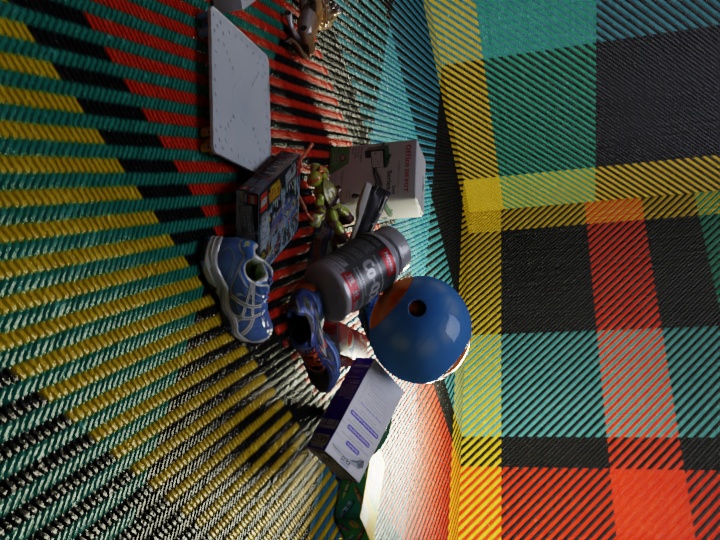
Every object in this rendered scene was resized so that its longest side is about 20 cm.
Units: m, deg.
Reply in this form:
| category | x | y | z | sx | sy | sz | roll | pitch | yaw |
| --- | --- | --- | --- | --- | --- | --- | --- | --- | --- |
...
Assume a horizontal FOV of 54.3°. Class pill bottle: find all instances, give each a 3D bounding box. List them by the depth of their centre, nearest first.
| category | x | y | z | sx | sy | sz | roll | pitch | yaw |
| --- | --- | --- | --- | --- | --- | --- | --- | --- | --- |
| pill bottle | 0.000 | 0.000 | 1.293 | 0.199 | 0.112 | 0.116 | -33 | 123 | -39 |

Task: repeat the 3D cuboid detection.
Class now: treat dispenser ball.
| category | x | y | z | sx | sy | sz | roll | pitch | yaw |
| --- | --- | --- | --- | --- | --- | --- | --- | --- | --- |
| treat dispenser ball | 0.114 | 0.113 | 1.339 | 0.200 | 0.196 | 0.206 | -4 | 90 | -74 |

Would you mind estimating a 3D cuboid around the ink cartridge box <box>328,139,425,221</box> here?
| category | x | y | z | sx | sy | sz | roll | pitch | yaw |
| --- | --- | --- | --- | --- | --- | --- | --- | --- | --- |
| ink cartridge box | 0.035 | -0.190 | 1.496 | 0.085 | 0.195 | 0.149 | 56 | 33 | -61 |

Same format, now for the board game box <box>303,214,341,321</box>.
| category | x | y | z | sx | sy | sz | roll | pitch | yaw |
| --- | --- | --- | --- | --- | --- | --- | --- | --- | --- |
| board game box | -0.062 | -0.015 | 1.410 | 0.136 | 0.034 | 0.203 | 66 | 25 | -50 |

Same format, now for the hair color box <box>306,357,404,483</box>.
| category | x | y | z | sx | sy | sz | roll | pitch | yaw |
| --- | --- | --- | --- | --- | --- | --- | --- | --- | --- |
| hair color box | -0.007 | 0.279 | 1.324 | 0.110 | 0.064 | 0.202 | 49 | 56 | -29 |

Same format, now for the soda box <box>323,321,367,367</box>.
| category | x | y | z | sx | sy | sz | roll | pitch | yaw |
| --- | --- | --- | --- | --- | --- | --- | --- | --- | --- |
| soda box | -0.042 | 0.148 | 1.388 | 0.200 | 0.068 | 0.065 | 39 | 47 | -69 |

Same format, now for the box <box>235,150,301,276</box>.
| category | x | y | z | sx | sy | sz | roll | pitch | yaw |
| --- | --- | --- | --- | --- | --- | --- | --- | --- | --- |
| box | -0.140 | -0.089 | 1.087 | 0.201 | 0.039 | 0.140 | -63 | 160 | -61 |

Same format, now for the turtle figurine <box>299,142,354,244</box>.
| category | x | y | z | sx | sy | sz | roll | pitch | yaw |
| --- | --- | --- | --- | --- | --- | --- | --- | --- | --- |
| turtle figurine | -0.062 | -0.139 | 1.325 | 0.203 | 0.063 | 0.162 | -94 | 160 | -44 |

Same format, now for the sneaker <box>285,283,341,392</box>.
| category | x | y | z | sx | sy | sz | roll | pitch | yaw |
| --- | --- | --- | --- | --- | --- | --- | --- | --- | --- |
| sneaker | -0.092 | 0.129 | 1.238 | 0.078 | 0.074 | 0.204 | -46 | 123 | -57 |

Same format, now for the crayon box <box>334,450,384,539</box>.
| category | x | y | z | sx | sy | sz | roll | pitch | yaw |
| --- | --- | --- | --- | --- | --- | --- | --- | --- | --- |
| crayon box | 0.002 | 0.465 | 1.499 | 0.202 | 0.057 | 0.120 | -77 | 158 | -46 |

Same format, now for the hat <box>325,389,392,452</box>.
| category | x | y | z | sx | sy | sz | roll | pitch | yaw |
| --- | --- | --- | --- | --- | --- | --- | --- | --- | --- |
| hat | -0.041 | 0.290 | 1.461 | 0.197 | 0.174 | 0.170 | -9 | 99 | -36 |

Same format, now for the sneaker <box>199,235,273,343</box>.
| category | x | y | z | sx | sy | sz | roll | pitch | yaw |
| --- | --- | --- | --- | --- | --- | --- | --- | --- | --- |
| sneaker | -0.157 | 0.033 | 0.988 | 0.202 | 0.075 | 0.077 | 71 | 20 | -47 |

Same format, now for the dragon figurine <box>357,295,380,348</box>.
| category | x | y | z | sx | sy | sz | roll | pitch | yaw |
| --- | --- | --- | --- | --- | --- | --- | --- | --- | --- |
| dragon figurine | 0.005 | 0.068 | 1.438 | 0.100 | 0.058 | 0.204 | 48 | 36 | -45 |

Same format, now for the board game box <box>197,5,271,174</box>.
| category | x | y | z | sx | sy | sz | roll | pitch | yaw |
| --- | --- | --- | --- | --- | --- | --- | --- | --- | --- |
| board game box | -0.184 | -0.253 | 1.045 | 0.200 | 0.025 | 0.205 | 15 | 72 | -74 |

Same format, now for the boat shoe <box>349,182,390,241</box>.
| category | x | y | z | sx | sy | sz | roll | pitch | yaw |
| --- | --- | --- | --- | --- | --- | --- | --- | --- | --- |
| boat shoe | 0.007 | -0.071 | 1.402 | 0.074 | 0.059 | 0.205 | 163 | -57 | -82 |

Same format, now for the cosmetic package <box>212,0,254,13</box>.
| category | x | y | z | sx | sy | sz | roll | pitch | yaw |
| --- | --- | --- | --- | --- | --- | --- | --- | --- | --- |
| cosmetic package | -0.183 | -0.490 | 1.054 | 0.201 | 0.050 | 0.153 | -69 | 150 | -55 |

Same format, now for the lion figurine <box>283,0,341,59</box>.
| category | x | y | z | sx | sy | sz | roll | pitch | yaw |
| --- | --- | --- | --- | --- | --- | --- | --- | --- | --- |
| lion figurine | -0.100 | -0.466 | 1.342 | 0.123 | 0.071 | 0.203 | 79 | 29 | -59 |
